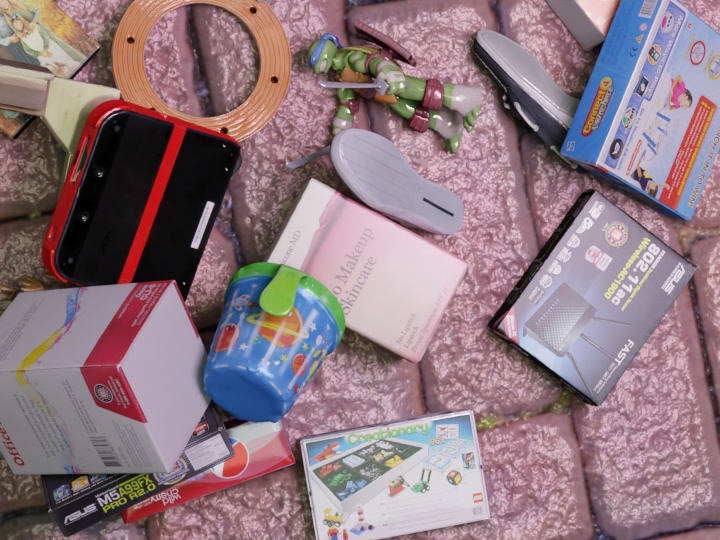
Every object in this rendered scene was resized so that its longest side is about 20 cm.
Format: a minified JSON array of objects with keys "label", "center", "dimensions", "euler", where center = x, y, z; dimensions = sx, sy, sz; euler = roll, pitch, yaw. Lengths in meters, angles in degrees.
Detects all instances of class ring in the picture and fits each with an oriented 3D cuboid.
[{"label":"ring","center":[-0.176,-0.232,1.668],"dimensions":[0.199,0.019,0.201],"euler":[2,83,-12]}]

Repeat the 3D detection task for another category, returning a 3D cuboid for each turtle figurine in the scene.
[{"label":"turtle figurine","center":[0.024,-0.169,1.641],"dimensions":[0.193,0.200,0.144],"euler":[16,123,-9]}]

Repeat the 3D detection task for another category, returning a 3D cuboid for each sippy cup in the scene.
[{"label":"sippy cup","center":[-0.099,0.084,1.569],"dimensions":[0.139,0.131,0.178],"euler":[-3,133,30]}]

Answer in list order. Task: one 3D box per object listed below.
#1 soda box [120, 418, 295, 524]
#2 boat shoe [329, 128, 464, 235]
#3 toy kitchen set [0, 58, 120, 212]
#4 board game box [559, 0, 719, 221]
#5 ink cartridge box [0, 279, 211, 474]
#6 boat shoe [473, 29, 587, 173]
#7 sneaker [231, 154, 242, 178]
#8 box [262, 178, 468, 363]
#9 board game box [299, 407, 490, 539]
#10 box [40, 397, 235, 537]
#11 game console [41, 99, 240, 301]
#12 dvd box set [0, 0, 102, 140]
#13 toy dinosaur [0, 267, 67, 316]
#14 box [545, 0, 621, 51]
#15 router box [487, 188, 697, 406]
[{"label":"soda box","center":[-0.176,0.214,1.659],"dimensions":[0.199,0.070,0.064],"euler":[-20,93,-5]},{"label":"boat shoe","center":[0.026,-0.088,1.634],"dimensions":[0.200,0.067,0.074],"euler":[35,66,-37]},{"label":"toy kitchen set","center":[-0.364,-0.126,1.568],"dimensions":[0.199,0.163,0.181],"euler":[10,96,-16]},{"label":"board game box","center":[0.330,-0.181,1.651],"dimensions":[0.195,0.056,0.201],"euler":[24,88,-44]},{"label":"ink cartridge box","center":[-0.279,0.112,1.549],"dimensions":[0.199,0.145,0.146],"euler":[-4,125,24]},{"label":"boat shoe","center":[0.196,-0.190,1.690],"dimensions":[0.200,0.076,0.060],"euler":[45,126,11]},{"label":"sneaker","center":[-0.200,-0.057,1.666],"dimensions":[0.200,0.074,0.080],"euler":[-47,120,-7]},{"label":"box","center":[0.000,0.000,1.653],"dimensions":[0.199,0.109,0.128],"euler":[28,89,-5]},{"label":"board game box","center":[0.038,0.235,1.695],"dimensions":[0.199,0.035,0.127],"euler":[-9,92,-5]},{"label":"box","center":[-0.248,0.181,1.610],"dimensions":[0.199,0.160,0.044],"euler":[-25,126,-4]},{"label":"game console","center":[-0.232,-0.069,1.588],"dimensions":[0.176,0.031,0.201],"euler":[15,100,-38]},{"label":"dvd box set","center":[-0.408,-0.265,1.657],"dimensions":[0.200,0.029,0.146],"euler":[44,87,-4]},{"label":"toy dinosaur","center":[-0.351,0.052,1.660],"dimensions":[0.199,0.061,0.106],"euler":[18,123,-8]},{"label":"box","center":[0.248,-0.367,1.679],"dimensions":[0.124,0.097,0.200],"euler":[-40,94,-4]},{"label":"router box","center":[0.262,0.031,1.699],"dimensions":[0.150,0.062,0.200],"euler":[36,87,-5]}]
